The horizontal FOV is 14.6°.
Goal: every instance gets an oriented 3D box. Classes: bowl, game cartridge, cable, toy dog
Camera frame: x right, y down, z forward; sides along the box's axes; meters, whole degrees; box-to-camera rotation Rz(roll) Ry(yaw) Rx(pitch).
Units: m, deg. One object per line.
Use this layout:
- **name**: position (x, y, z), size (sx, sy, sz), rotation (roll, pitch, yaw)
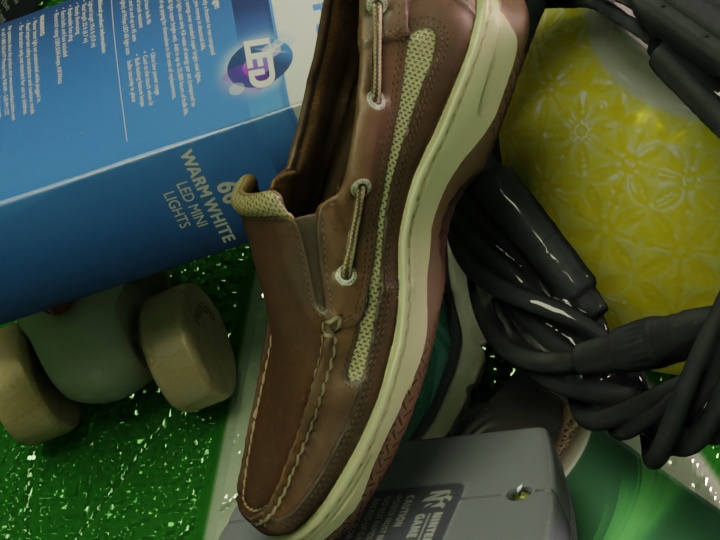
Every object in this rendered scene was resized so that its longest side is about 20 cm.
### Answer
- **bowl**: position (0.130, -0.073, 1.027), size (0.199, 0.108, 0.201), rotation (-3, 57, 5)
- **game cartridge**: position (0.000, 0.124, 0.917), size (0.132, 0.041, 0.200), rotation (-12, 27, 26)
- **cable**: position (0.088, -0.030, 0.950), size (0.051, 0.164, 0.200), rotation (-6, 30, -35)
- **toy dog**: position (-0.118, -0.024, 1.137), size (0.131, 0.096, 0.200), rotation (-33, 52, 0)

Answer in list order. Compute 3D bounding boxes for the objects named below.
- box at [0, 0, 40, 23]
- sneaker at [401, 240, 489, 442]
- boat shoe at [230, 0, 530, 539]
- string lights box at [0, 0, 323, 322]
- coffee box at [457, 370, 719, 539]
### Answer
- **box**: position (-0.240, -0.126, 1.250), size (0.148, 0.107, 0.201), rotation (11, 64, 30)
- **sneaker**: position (0.000, 0.000, 1.072), size (0.077, 0.079, 0.201), rotation (-27, 44, 37)
- **boat shoe**: position (-0.013, -0.011, 0.940), size (0.075, 0.074, 0.204), rotation (11, 83, 64)
- **string lights box**: position (-0.086, -0.053, 1.042), size (0.199, 0.059, 0.103), rotation (-18, 44, 7)
- **coffee box**: position (0.091, 0.132, 0.977), size (0.123, 0.044, 0.200), rotation (-46, 53, -10)
